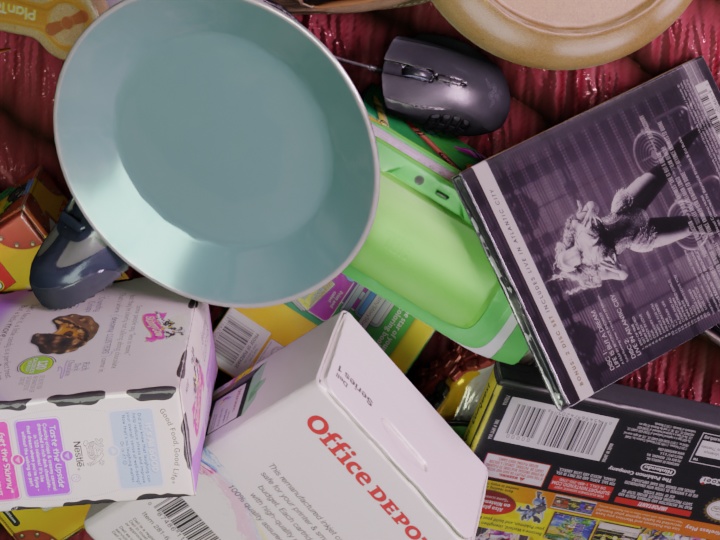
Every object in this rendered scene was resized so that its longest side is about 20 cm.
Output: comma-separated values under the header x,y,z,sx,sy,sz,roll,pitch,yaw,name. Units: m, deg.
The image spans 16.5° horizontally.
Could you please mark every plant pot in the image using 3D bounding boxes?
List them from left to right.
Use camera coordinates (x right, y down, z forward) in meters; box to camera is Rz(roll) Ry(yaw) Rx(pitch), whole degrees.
x,y,z,sx,sy,sz,roll,pitch,yaw,name
0.123,-0.217,1.457,0.199,0.027,0.202,-2,99,-10,plant pot

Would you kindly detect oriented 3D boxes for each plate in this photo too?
x,y,z,sx,sy,sz,roll,pitch,yaw,name
-0.080,-0.072,1.418,0.199,0.026,0.201,9,121,16,plate

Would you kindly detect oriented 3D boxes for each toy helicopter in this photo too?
x,y,z,sx,sy,sz,roll,pitch,yaw,name
-0.244,-0.159,1.510,0.199,0.079,0.133,15,110,18,toy helicopter

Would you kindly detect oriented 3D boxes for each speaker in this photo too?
x,y,z,sx,sy,sz,roll,pitch,yaw,name
0.025,-0.026,1.475,0.199,0.089,0.089,31,110,-3,speaker

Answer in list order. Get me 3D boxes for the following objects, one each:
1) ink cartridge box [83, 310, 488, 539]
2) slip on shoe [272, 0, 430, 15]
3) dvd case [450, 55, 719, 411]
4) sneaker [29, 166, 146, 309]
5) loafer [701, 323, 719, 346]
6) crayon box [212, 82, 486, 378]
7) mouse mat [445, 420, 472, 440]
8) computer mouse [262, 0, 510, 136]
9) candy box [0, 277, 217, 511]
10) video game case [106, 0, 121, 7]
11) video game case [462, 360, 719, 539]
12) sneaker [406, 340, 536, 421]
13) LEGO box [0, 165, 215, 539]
x,y,z,sx,sy,sz,roll,pitch,yaw,name
-0.043,0.138,1.506,0.199,0.084,0.145,-32,110,28,ink cartridge box
-0.040,-0.185,1.505,0.198,0.061,0.077,3,109,7,slip on shoe
0.161,-0.025,1.470,0.016,0.199,0.149,-23,93,59,dvd case
-0.142,-0.071,1.491,0.200,0.070,0.082,-52,131,-14,sneaker
0.206,-0.005,1.530,0.200,0.063,0.072,40,109,-6,loafer
0.000,0.000,1.562,0.118,0.058,0.201,33,109,-4,crayon box
0.071,0.173,1.593,0.160,0.008,0.201,2,125,-7,mouse mat
0.008,-0.126,1.488,0.199,0.034,0.059,14,79,-26,computer mouse
-0.190,0.072,1.460,0.199,0.168,0.072,-5,113,4,candy box
-0.158,-0.247,1.493,0.199,0.024,0.183,2,109,24,video game case
0.148,0.150,1.563,0.199,0.026,0.181,12,123,-14,video game case
0.094,0.069,1.574,0.082,0.078,0.200,37,112,-23,sneaker
-0.206,0.061,1.589,0.148,0.077,0.200,-32,108,14,LEGO box
